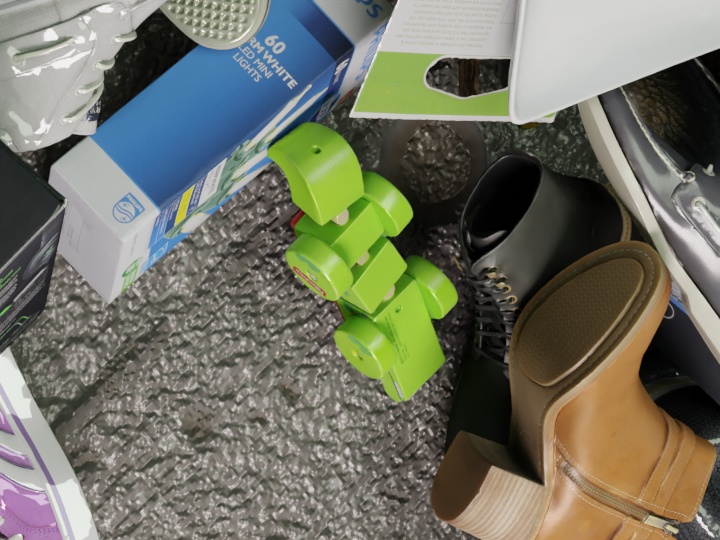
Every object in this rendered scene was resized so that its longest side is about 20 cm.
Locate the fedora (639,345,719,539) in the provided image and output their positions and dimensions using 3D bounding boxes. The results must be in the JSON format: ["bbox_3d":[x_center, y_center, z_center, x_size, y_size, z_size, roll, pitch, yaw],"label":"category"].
[{"bbox_3d":[0.227,0.134,1.589,0.200,0.092,0.202,-1,93,-27],"label":"fedora"}]

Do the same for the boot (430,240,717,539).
[{"bbox_3d":[0.148,0.084,1.463,0.155,0.077,0.200,20,108,-34],"label":"boot"}]

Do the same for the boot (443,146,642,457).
[{"bbox_3d":[0.074,0.031,1.479,0.138,0.077,0.201,25,84,-59],"label":"boot"}]

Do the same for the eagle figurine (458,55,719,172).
[{"bbox_3d":[0.143,-0.128,1.526,0.199,0.151,0.152,13,76,-16],"label":"eagle figurine"}]

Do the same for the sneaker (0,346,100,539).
[{"bbox_3d":[-0.217,0.104,1.379,0.114,0.073,0.201,-29,94,-20],"label":"sneaker"}]

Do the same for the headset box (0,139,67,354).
[{"bbox_3d":[-0.237,-0.034,1.257,0.174,0.200,0.093,42,72,4],"label":"headset box"}]

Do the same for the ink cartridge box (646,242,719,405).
[{"bbox_3d":[0.239,0.052,1.508,0.200,0.100,0.039,41,56,15],"label":"ink cartridge box"}]

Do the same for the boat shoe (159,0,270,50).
[{"bbox_3d":[-0.096,-0.203,1.392,0.074,0.062,0.200,-34,70,17],"label":"boat shoe"}]

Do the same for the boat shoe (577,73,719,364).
[{"bbox_3d":[0.183,-0.029,1.433,0.063,0.073,0.200,-31,98,2],"label":"boat shoe"}]

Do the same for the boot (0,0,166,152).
[{"bbox_3d":[-0.142,-0.118,1.334,0.199,0.074,0.096,-15,109,2],"label":"boot"}]

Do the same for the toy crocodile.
[{"bbox_3d":[0.000,0.000,1.466,0.068,0.062,0.200,-47,140,-17],"label":"toy crocodile"}]

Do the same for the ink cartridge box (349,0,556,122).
[{"bbox_3d":[0.065,-0.181,1.373,0.147,0.076,0.201,-2,126,-38],"label":"ink cartridge box"}]

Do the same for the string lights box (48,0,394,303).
[{"bbox_3d":[-0.078,-0.080,1.415,0.200,0.103,0.059,-41,82,-20],"label":"string lights box"}]

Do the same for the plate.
[{"bbox_3d":[0.155,-0.190,1.355,0.199,0.032,0.201,-21,135,-25],"label":"plate"}]
